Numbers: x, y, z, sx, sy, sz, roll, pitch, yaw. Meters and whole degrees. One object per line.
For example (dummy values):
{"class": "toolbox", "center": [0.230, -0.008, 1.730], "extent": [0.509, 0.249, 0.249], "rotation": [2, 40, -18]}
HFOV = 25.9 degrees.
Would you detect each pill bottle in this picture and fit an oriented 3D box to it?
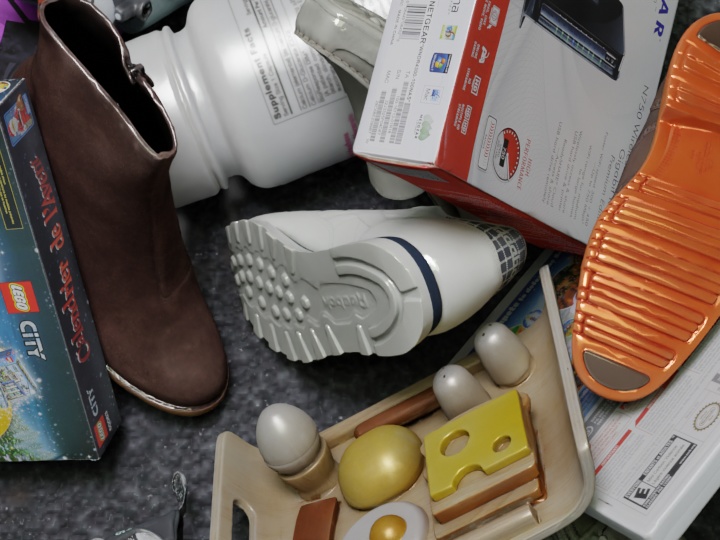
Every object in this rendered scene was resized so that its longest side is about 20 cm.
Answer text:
{"class": "pill bottle", "center": [-0.029, -0.114, 0.868], "extent": [0.198, 0.114, 0.114], "rotation": [-21, 66, 0]}

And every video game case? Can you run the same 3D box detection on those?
{"class": "video game case", "center": [0.124, 0.045, 0.764], "extent": [0.143, 0.018, 0.200], "rotation": [-49, 30, -10]}

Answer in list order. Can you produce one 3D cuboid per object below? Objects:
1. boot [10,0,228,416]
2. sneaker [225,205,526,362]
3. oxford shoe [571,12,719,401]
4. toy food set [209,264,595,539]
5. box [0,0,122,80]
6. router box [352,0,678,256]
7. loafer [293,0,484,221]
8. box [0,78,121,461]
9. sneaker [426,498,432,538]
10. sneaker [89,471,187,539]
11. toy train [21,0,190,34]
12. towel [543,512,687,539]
{"class": "boot", "center": [-0.119, -0.025, 0.794], "extent": [0.072, 0.166, 0.201], "rotation": [-33, 86, -25]}
{"class": "sneaker", "center": [0.000, 0.000, 0.810], "extent": [0.080, 0.077, 0.199], "rotation": [-27, 21, -30]}
{"class": "oxford shoe", "center": [0.151, -0.023, 0.756], "extent": [0.071, 0.073, 0.201], "rotation": [25, 71, 4]}
{"class": "toy food set", "center": [0.015, 0.085, 0.750], "extent": [0.199, 0.061, 0.144], "rotation": [-29, 30, 16]}
{"class": "box", "center": [-0.214, -0.080, 0.899], "extent": [0.141, 0.036, 0.202], "rotation": [7, 68, -13]}
{"class": "router box", "center": [0.088, -0.124, 0.756], "extent": [0.048, 0.179, 0.202], "rotation": [11, 84, 37]}
{"class": "loafer", "center": [0.029, -0.068, 0.801], "extent": [0.070, 0.200, 0.070], "rotation": [-48, 41, 5]}
{"class": "box", "center": [-0.213, 0.007, 0.804], "extent": [0.135, 0.202, 0.038], "rotation": [-3, 28, 14]}
{"class": "sneaker", "center": [0.075, 0.196, 0.758], "extent": [0.085, 0.078, 0.202], "rotation": [-8, 68, -14]}
{"class": "sneaker", "center": [-0.142, 0.154, 0.801], "extent": [0.199, 0.078, 0.140], "rotation": [34, 74, 10]}
{"class": "toy train", "center": [-0.122, -0.199, 0.906], "extent": [0.113, 0.086, 0.200], "rotation": [28, 43, 21]}
{"class": "towel", "center": [0.121, 0.210, 0.703], "extent": [0.200, 0.035, 0.192], "rotation": [46, 63, 5]}
